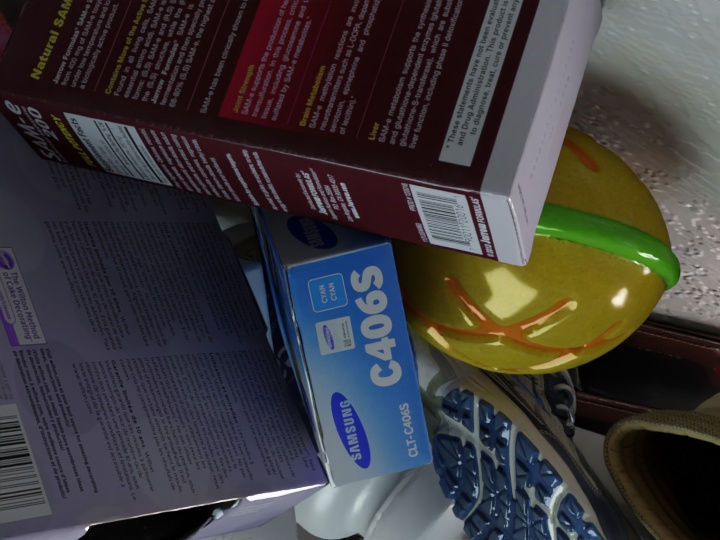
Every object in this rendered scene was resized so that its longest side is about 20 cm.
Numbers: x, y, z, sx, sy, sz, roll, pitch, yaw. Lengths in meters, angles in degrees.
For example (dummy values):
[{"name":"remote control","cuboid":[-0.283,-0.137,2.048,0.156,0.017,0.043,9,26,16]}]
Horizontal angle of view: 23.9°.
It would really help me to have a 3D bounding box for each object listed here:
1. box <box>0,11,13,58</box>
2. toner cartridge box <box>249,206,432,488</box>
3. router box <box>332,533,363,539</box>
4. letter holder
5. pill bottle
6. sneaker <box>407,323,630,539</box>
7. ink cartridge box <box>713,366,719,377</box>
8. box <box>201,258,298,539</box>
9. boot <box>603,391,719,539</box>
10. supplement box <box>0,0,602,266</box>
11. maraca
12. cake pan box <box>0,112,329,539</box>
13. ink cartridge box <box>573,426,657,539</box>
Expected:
[{"name":"box","cuboid":[-0.208,-0.059,0.806,0.103,0.095,0.200,54,161,12]},{"name":"toner cartridge box","cuboid":[-0.016,0.004,0.723,0.043,0.095,0.200,-14,-160,-5]},{"name":"router box","cuboid":[0.077,0.199,1.014,0.149,0.051,0.200,9,178,-18]},{"name":"letter holder","cuboid":[0.171,0.111,0.987,0.142,0.101,0.200,12,160,14]},{"name":"pill bottle","cuboid":[-0.020,0.074,0.928,0.200,0.111,0.111,42,169,22]},{"name":"sneaker","cuboid":[0.073,0.067,0.797,0.200,0.085,0.077,49,142,40]},{"name":"ink cartridge box","cuboid":[0.270,0.040,0.741,0.200,0.067,0.116,20,162,-5]},{"name":"box","cuboid":[-0.142,0.087,0.782,0.200,0.153,0.106,-23,-154,-40]},{"name":"boot","cuboid":[0.217,0.116,0.758,0.200,0.073,0.155,35,-160,29]},{"name":"supplement box","cuboid":[-0.023,-0.080,0.623,0.200,0.109,0.061,14,160,17]},{"name":"maraca","cuboid":[0.070,-0.006,0.749,0.137,0.107,0.200,13,172,6]},{"name":"cake pan box","cuboid":[-0.117,0.020,0.658,0.052,0.200,0.184,-36,160,36]},{"name":"ink cartridge box","cuboid":[0.169,0.192,0.840,0.200,0.147,0.146,19,-162,-22]}]
